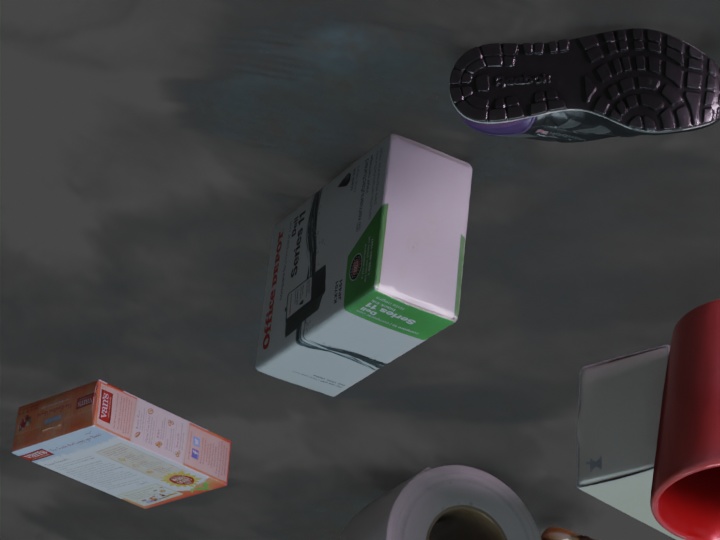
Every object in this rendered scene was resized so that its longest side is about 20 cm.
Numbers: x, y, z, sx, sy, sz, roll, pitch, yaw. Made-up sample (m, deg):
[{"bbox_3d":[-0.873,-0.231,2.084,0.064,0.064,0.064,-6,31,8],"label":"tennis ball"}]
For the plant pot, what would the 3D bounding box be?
[{"bbox_3d":[0.354,0.131,1.788,0.199,0.178,0.201,2,150,1],"label":"plant pot"}]

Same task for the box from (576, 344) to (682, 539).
[{"bbox_3d":[0.312,0.174,1.946,0.109,0.129,0.200,-19,145,38],"label":"box"}]

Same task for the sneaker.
[{"bbox_3d":[0.168,-0.129,1.461,0.199,0.076,0.088,4,168,11],"label":"sneaker"}]

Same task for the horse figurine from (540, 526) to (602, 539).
[{"bbox_3d":[0.262,0.337,2.350,0.132,0.050,0.200,7,167,36],"label":"horse figurine"}]

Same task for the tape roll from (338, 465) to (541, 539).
[{"bbox_3d":[0.086,0.330,2.213,0.202,0.204,0.139,17,152,-22],"label":"tape roll"}]

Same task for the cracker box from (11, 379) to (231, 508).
[{"bbox_3d":[-0.255,0.189,2.152,0.133,0.058,0.200,-19,146,37],"label":"cracker box"}]

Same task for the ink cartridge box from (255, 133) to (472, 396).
[{"bbox_3d":[0.000,0.000,1.638,0.083,0.147,0.200,20,149,-24],"label":"ink cartridge box"}]
